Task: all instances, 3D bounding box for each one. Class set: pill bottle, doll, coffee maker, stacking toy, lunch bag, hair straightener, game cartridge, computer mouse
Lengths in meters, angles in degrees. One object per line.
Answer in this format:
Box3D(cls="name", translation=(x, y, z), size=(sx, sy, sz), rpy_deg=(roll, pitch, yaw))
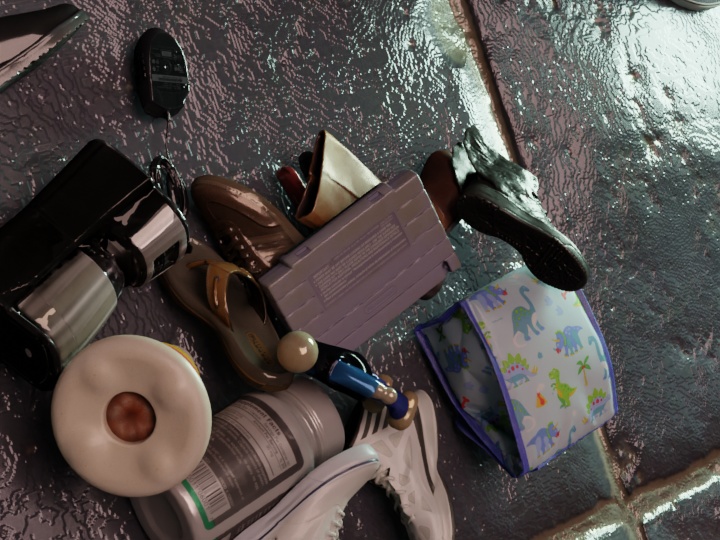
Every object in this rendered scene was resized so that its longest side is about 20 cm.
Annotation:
Box3D(cls="pill bottle", translation=(-0.117, 0.188, 1.503), size=(0.199, 0.113, 0.114), rpy_deg=(-29, 96, -35))
Box3D(cls="doll", translation=(-0.014, 0.102, 1.520), size=(0.049, 0.136, 0.200), rpy_deg=(-58, 141, -2))
Box3D(cls="coffee maker", translation=(-0.284, -0.025, 1.429), size=(0.192, 0.134, 0.200), rpy_deg=(50, 57, -13))
Box3D(cls="stacking toy", translation=(-0.195, 0.116, 1.446), size=(0.145, 0.200, 0.148), rpy_deg=(1, 100, 6))
Box3D(cls="lunch bag", translation=(0.183, 0.107, 1.713), size=(0.169, 0.127, 0.201), rpy_deg=(-26, 84, -35))
Box3D(cls="hair straightener", translation=(-0.010, -0.043, 1.671), size=(0.077, 0.041, 0.201), rpy_deg=(-40, 102, -33))
Box3D(cls="game cartridge", translation=(0.000, 0.000, 1.593), size=(0.199, 0.038, 0.130), rpy_deg=(-37, 117, -16))
Box3D(cls="computer mouse", translation=(-0.203, -0.147, 1.578), size=(0.058, 0.034, 0.202), rpy_deg=(2, 83, -50))

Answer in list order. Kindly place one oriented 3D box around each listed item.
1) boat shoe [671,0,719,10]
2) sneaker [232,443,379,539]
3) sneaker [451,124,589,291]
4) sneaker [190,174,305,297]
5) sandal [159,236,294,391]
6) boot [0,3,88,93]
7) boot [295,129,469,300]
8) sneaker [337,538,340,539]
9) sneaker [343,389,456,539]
Box3D(cls="boat shoe", translation=(0.430, -0.397, 2.013), size=(0.199, 0.093, 0.075), rpy_deg=(8, 75, -32))
Box3D(cls="sneaker", translation=(-0.050, 0.250, 1.483), size=(0.200, 0.073, 0.071), rpy_deg=(-40, 69, -13))
Box3D(cls="sneaker", translation=(0.177, -0.068, 1.696), size=(0.199, 0.060, 0.104), rpy_deg=(35, 42, -1))
Box3D(cls="sneaker", translation=(-0.102, -0.015, 1.586), size=(0.200, 0.070, 0.076), rpy_deg=(39, 60, -20))
Box3D(cls="sandal", translation=(-0.127, 0.033, 1.530), size=(0.081, 0.055, 0.200), rpy_deg=(-12, 55, -43))
Box3D(cls="boot", translation=(-0.376, -0.273, 1.474), size=(0.200, 0.066, 0.165), rpy_deg=(51, 56, -8))
Box3D(cls="boot", translation=(0.020, -0.090, 1.671), size=(0.199, 0.068, 0.190), rpy_deg=(34, 64, -32))
Box3D(cls="sneaker", translation=(-0.046, 0.342, 1.512), size=(0.075, 0.115, 0.202), rpy_deg=(8, 74, -33))
Box3D(cls="sneaker", translation=(0.029, 0.227, 1.627), size=(0.114, 0.076, 0.202), rpy_deg=(-1, 71, -25))
